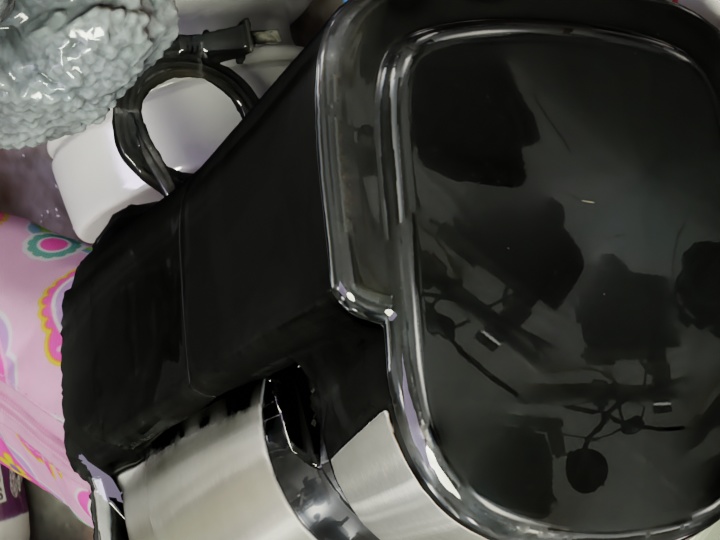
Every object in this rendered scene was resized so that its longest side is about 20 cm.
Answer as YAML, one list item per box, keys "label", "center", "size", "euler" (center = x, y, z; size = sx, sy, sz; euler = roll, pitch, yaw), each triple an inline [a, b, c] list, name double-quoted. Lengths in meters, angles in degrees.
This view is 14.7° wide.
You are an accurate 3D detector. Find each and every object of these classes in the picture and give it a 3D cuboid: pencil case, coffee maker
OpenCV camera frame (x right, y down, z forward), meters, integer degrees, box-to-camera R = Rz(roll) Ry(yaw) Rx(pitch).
- label: "pencil case"
  center: [-0.108, 0.027, 0.906]
  size: [0.200, 0.087, 0.088]
  euler: [25, 115, 40]
- label: "coffee maker"
  center: [0.000, 0.000, 0.708]
  size: [0.192, 0.135, 0.200]
  euler: [62, 149, 6]

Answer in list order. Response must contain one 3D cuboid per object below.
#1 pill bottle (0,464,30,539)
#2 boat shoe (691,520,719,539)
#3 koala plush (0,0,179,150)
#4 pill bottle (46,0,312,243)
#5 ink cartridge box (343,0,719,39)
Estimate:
- label: "pill bottle"
  center: [-0.184, 0.066, 1.043]
  size: [0.112, 0.112, 0.201]
  euler: [-9, 92, 47]
- label: "boat shoe"
  center: [0.050, 0.123, 0.785]
  size: [0.071, 0.070, 0.201]
  euler: [31, 86, 39]
- label: "koala plush"
  center: [-0.098, -0.130, 0.674]
  size: [0.200, 0.184, 0.178]
  euler: [-30, 87, 35]
- label: "pill bottle"
  center: [-0.079, -0.117, 0.887]
  size: [0.120, 0.120, 0.200]
  euler: [-28, 78, 46]
- label: "ink cartridge box"
  center: [0.082, -0.053, 0.742]
  size: [0.200, 0.068, 0.115]
  euler: [31, 136, 43]
